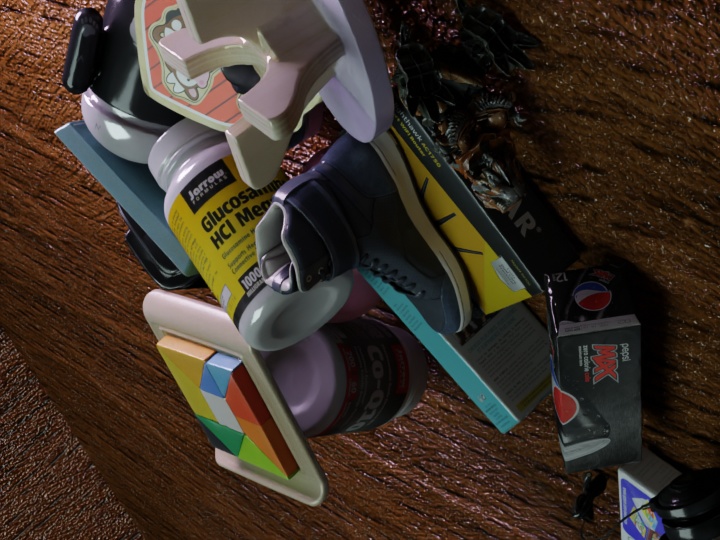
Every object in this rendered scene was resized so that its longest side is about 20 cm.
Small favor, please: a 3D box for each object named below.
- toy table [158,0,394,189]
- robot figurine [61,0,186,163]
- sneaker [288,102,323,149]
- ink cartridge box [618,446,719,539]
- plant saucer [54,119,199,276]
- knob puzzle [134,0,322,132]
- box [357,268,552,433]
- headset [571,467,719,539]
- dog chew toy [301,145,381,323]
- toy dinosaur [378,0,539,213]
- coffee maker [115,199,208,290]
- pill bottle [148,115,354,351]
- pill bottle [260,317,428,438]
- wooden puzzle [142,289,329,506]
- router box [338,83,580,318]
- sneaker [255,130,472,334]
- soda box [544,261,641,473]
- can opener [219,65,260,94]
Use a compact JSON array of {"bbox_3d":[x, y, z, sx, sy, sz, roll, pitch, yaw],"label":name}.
[{"bbox_3d":[-0.062,-0.160,1.264,0.184,0.117,0.201,29,147,58],"label":"toy table"},{"bbox_3d":[-0.180,-0.196,1.530,0.149,0.125,0.201,20,114,-1],"label":"robot figurine"},{"bbox_3d":[-0.079,-0.163,1.506,0.071,0.080,0.201,43,159,22],"label":"sneaker"},{"bbox_3d":[0.315,0.272,1.494,0.200,0.043,0.199,38,157,32],"label":"ink cartridge box"},{"bbox_3d":[-0.196,-0.074,1.557,0.200,0.070,0.019,45,123,20],"label":"plant saucer"},{"bbox_3d":[-0.112,-0.196,1.417,0.217,0.030,0.222,8,117,16],"label":"knob puzzle"},{"bbox_3d":[0.093,0.041,1.498,0.200,0.082,0.049,49,157,5],"label":"box"},{"bbox_3d":[0.271,0.211,1.379,0.198,0.094,0.125,10,113,18],"label":"headset"},{"bbox_3d":[-0.023,-0.040,1.563,0.124,0.124,0.201,42,150,20],"label":"dog chew toy"},{"bbox_3d":[0.059,-0.136,1.250,0.199,0.102,0.136,38,169,2],"label":"toy dinosaur"},{"bbox_3d":[-0.130,-0.038,1.677,0.191,0.136,0.200,30,-172,14],"label":"coffee maker"},{"bbox_3d":[-0.101,-0.039,1.475,0.201,0.112,0.113,54,163,22],"label":"pill bottle"},{"bbox_3d":[-0.018,0.104,1.679,0.114,0.114,0.199,40,-162,24],"label":"pill bottle"},{"bbox_3d":[-0.123,0.122,1.586,0.184,0.037,0.201,14,133,51],"label":"wooden puzzle"},{"bbox_3d":[0.078,-0.063,1.391,0.201,0.051,0.149,53,160,-2],"label":"router box"},{"bbox_3d":[-0.001,-0.001,1.380,0.077,0.146,0.203,8,133,56],"label":"sneaker"},{"bbox_3d":[0.188,0.082,1.359,0.201,0.070,0.064,77,-175,-51],"label":"soda box"},{"bbox_3d":[-0.107,-0.232,1.349,0.063,0.078,0.202,31,144,59],"label":"can opener"}]
